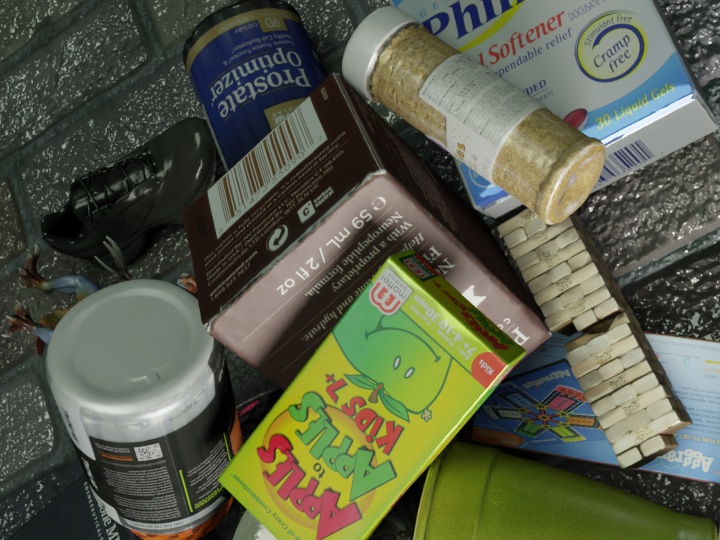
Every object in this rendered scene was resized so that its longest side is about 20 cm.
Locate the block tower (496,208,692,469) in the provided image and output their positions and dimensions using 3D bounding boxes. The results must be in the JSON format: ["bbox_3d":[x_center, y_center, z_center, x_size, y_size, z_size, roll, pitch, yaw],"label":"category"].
[{"bbox_3d":[0.174,0.044,0.886,0.054,0.058,0.201,-31,71,17],"label":"block tower"}]

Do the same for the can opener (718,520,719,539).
[{"bbox_3d":[0.271,0.213,0.825,0.052,0.066,0.202,7,89,4],"label":"can opener"}]

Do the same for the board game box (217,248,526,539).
[{"bbox_3d":[0.005,0.096,0.786,0.102,0.048,0.200,41,109,11],"label":"board game box"}]

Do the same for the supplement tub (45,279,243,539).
[{"bbox_3d":[-0.151,0.112,0.884,0.122,0.201,0.123,-1,49,1],"label":"supplement tub"}]

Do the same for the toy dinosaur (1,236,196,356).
[{"bbox_3d":[-0.218,0.034,1.075,0.180,0.200,0.106,15,77,2],"label":"toy dinosaur"}]

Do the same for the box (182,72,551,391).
[{"bbox_3d":[0.000,0.000,0.885,0.166,0.200,0.165,-42,32,12],"label":"box"}]

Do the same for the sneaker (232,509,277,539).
[{"bbox_3d":[-0.048,0.271,0.887,0.110,0.077,0.201,10,87,-16],"label":"sneaker"}]

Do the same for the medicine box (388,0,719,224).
[{"bbox_3d":[0.146,-0.163,0.928,0.181,0.103,0.201,-28,72,19],"label":"medicine box"}]

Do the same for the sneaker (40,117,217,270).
[{"bbox_3d":[-0.207,-0.067,1.073,0.200,0.091,0.076,-40,60,26],"label":"sneaker"}]

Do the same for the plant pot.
[{"bbox_3d":[0.143,0.225,0.828,0.192,0.200,0.202,4,83,15],"label":"plant pot"}]

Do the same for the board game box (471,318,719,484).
[{"bbox_3d":[0.186,0.095,0.912,0.199,0.019,0.104,7,83,26],"label":"board game box"}]

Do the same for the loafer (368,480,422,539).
[{"bbox_3d":[0.003,0.244,0.904,0.072,0.072,0.201,-115,32,-46],"label":"loafer"}]

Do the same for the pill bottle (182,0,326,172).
[{"bbox_3d":[-0.069,-0.120,1.019,0.111,0.112,0.201,-30,70,18],"label":"pill bottle"}]

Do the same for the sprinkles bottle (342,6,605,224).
[{"bbox_3d":[0.078,-0.113,0.856,0.200,0.068,0.068,38,98,26],"label":"sprinkles bottle"}]

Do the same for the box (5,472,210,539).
[{"bbox_3d":[-0.214,0.296,0.994,0.200,0.117,0.197,-40,52,14],"label":"box"}]

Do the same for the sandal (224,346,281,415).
[{"bbox_3d":[-0.115,0.096,1.050,0.199,0.045,0.076,-20,78,6],"label":"sandal"}]
